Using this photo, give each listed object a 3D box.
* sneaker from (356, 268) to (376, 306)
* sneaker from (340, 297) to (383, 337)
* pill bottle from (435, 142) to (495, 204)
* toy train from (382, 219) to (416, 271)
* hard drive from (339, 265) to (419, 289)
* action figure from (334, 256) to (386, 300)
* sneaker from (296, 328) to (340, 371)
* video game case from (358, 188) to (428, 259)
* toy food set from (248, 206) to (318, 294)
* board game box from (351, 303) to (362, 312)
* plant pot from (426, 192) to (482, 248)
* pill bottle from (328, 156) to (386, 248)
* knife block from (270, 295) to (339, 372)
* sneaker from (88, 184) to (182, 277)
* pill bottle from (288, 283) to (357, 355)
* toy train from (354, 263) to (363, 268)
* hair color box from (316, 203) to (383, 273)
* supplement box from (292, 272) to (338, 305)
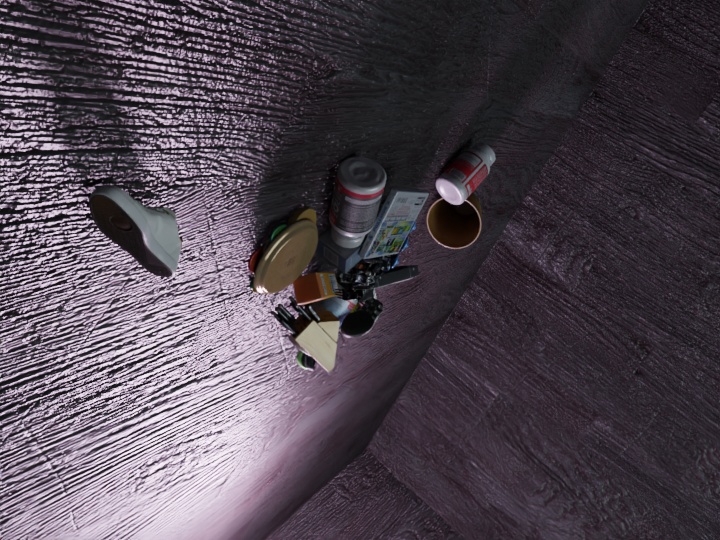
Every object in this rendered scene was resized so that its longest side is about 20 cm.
[{"bbox_3d":[0.000,0.082,1.880,0.099,0.070,0.201,-39,151,-36],"label":"sneaker"},{"bbox_3d":[-0.003,0.153,1.656,0.200,0.074,0.089,-32,157,-58],"label":"sneaker"},{"bbox_3d":[0.342,-0.315,1.921,0.200,0.112,0.113,-46,161,-19],"label":"pill bottle"},{"bbox_3d":[0.088,-0.093,1.673,0.201,0.086,0.114,-64,-167,7],"label":"toy train"},{"bbox_3d":[0.055,0.020,1.741,0.199,0.139,0.038,-13,97,-42],"label":"hard drive"},{"bbox_3d":[0.000,0.000,1.548,0.200,0.101,0.120,-43,156,-61],"label":"action figure"},{"bbox_3d":[-0.109,0.229,1.849,0.200,0.084,0.077,-48,162,-15],"label":"sneaker"},{"bbox_3d":[0.085,-0.117,1.484,0.200,0.022,0.183,-12,132,-62],"label":"video game case"},{"bbox_3d":[-0.166,-0.033,1.293,0.198,0.049,0.201,-39,157,-37],"label":"toy food set"},{"bbox_3d":[-0.036,0.110,1.785,0.048,0.101,0.200,-50,162,-5],"label":"board game box"},{"bbox_3d":[0.344,-0.200,2.074,0.187,0.185,0.200,-65,172,32],"label":"plant pot"},{"bbox_3d":[-0.013,-0.148,1.360,0.111,0.110,0.201,-39,156,-37],"label":"pill bottle"},{"bbox_3d":[-0.146,0.164,1.524,0.174,0.064,0.202,-3,112,-27],"label":"knife block"},{"bbox_3d":[-0.316,-0.074,0.859,0.201,0.072,0.085,75,24,-60],"label":"sneaker"},{"bbox_3d":[-0.106,0.128,1.635,0.201,0.108,0.109,-53,162,0],"label":"pill bottle"},{"bbox_3d":[0.010,-0.066,1.651,0.150,0.055,0.201,-40,157,-34],"label":"toy train"},{"bbox_3d":[-0.008,-0.093,1.488,0.200,0.099,0.061,-43,157,-29],"label":"hair color box"},{"bbox_3d":[-0.106,0.042,1.470,0.066,0.070,0.200,-15,175,9],"label":"supplement box"}]
